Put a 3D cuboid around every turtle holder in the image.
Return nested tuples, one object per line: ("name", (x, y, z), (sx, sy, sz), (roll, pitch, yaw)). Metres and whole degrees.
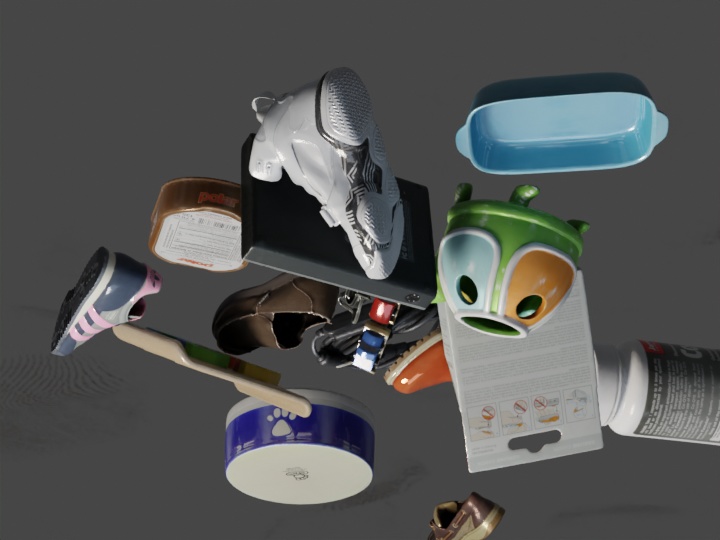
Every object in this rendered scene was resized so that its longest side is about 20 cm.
("turtle holder", (0.131, -0.008, 1.594), (0.183, 0.133, 0.141), (10, 166, 27))

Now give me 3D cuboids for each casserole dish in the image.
("casserole dish", (0.188, -0.141, 1.474), (0.197, 0.039, 0.122), (-3, 149, 7))

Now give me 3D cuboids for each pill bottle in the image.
("pill bottle", (0.357, 0.143, 1.875), (0.197, 0.115, 0.114), (7, 149, -11))

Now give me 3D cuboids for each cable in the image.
("cable", (0.051, 0.077, 1.807), (0.198, 0.051, 0.163), (-21, 153, 17))

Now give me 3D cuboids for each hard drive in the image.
("hard drive", (-0.022, -0.049, 1.527), (0.198, 0.141, 0.033), (16, 140, -24))

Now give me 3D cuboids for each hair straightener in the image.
("hair straightener", (0.000, 0.000, 1.676), (0.040, 0.078, 0.200), (22, 149, -4))

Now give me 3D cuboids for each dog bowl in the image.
("dog bowl", (-0.079, 0.233, 2.062), (0.197, 0.080, 0.201), (1, 149, 0))

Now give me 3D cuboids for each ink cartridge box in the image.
("ink cartridge box", (0.176, 0.106, 1.721), (0.158, 0.203, 0.047), (-9, -173, -8))

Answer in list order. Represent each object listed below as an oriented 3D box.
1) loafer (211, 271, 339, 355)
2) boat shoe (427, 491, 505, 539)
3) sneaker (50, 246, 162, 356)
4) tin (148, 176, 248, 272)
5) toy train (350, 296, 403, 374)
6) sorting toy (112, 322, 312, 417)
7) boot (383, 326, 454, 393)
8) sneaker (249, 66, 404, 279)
("loafer", (-0.101, 0.056, 1.772), (0.073, 0.072, 0.199), (23, 143, -33))
("boat shoe", (0.139, 0.367, 2.314), (0.072, 0.072, 0.200), (39, 153, -4))
("sneaker", (-0.288, 0.048, 1.762), (0.081, 0.071, 0.200), (17, 147, -22))
("tin", (-0.157, -0.044, 1.597), (0.111, 0.042, 0.200), (15, 161, -9))
("toy train", (0.030, 0.033, 1.683), (0.034, 0.046, 0.202), (22, 121, 5))
("sorting toy", (-0.171, 0.107, 1.831), (0.199, 0.037, 0.184), (27, 172, -34))
("boot", (0.128, 0.109, 1.758), (0.198, 0.108, 0.075), (-22, 164, -6))
("sneaker", (-0.033, -0.085, 1.472), (0.114, 0.075, 0.202), (-6, 109, 29))
